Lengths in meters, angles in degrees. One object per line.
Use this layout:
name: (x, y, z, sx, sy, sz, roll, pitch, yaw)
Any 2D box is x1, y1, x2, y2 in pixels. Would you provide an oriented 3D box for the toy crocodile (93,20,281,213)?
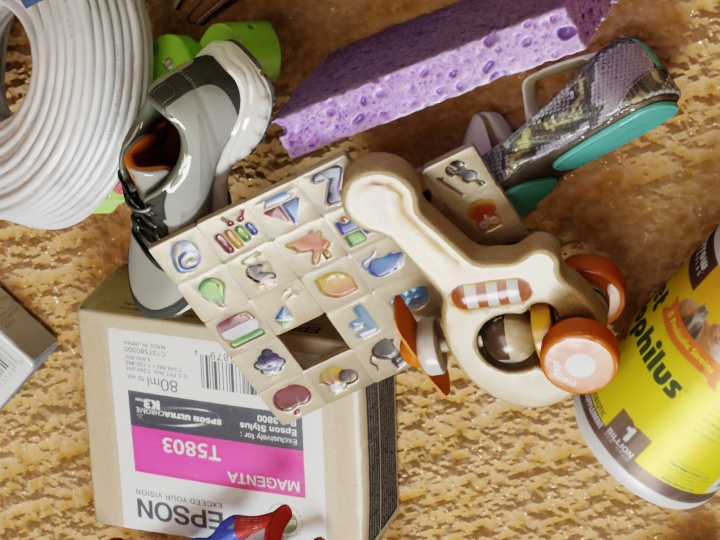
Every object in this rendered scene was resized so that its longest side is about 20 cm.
toy crocodile: (-0.118, -0.092, 1.481, 0.200, 0.067, 0.062, -41, 64, 33)

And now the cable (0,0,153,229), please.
cable: (-0.209, -0.127, 1.469, 0.200, 0.069, 0.201, -35, 68, 36)

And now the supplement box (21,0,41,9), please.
supplement box: (-0.105, -0.272, 1.323, 0.199, 0.200, 0.135, -24, 104, 29)

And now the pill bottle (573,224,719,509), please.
pill bottle: (0.221, 0.041, 1.396, 0.109, 0.109, 0.200, 40, 122, 0)

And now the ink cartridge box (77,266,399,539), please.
ink cartridge box: (-0.079, 0.094, 1.562, 0.198, 0.075, 0.166, 6, 115, 18)

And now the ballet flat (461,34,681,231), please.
ballet flat: (0.103, -0.076, 1.422, 0.200, 0.072, 0.072, -36, 98, 31)

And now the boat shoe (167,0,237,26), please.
boat shoe: (-0.030, -0.194, 1.406, 0.199, 0.072, 0.068, -34, 98, 31)

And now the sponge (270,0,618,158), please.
sponge: (0.053, -0.128, 1.381, 0.199, 0.112, 0.030, -19, 109, 28)

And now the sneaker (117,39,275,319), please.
sneaker: (-0.115, -0.049, 1.412, 0.074, 0.079, 0.201, 45, 138, 27)

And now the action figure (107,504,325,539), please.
action figure: (-0.122, 0.214, 1.548, 0.199, 0.099, 0.065, -14, 131, 41)

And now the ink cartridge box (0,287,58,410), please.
ink cartridge box: (-0.332, 0.058, 1.664, 0.173, 0.044, 0.200, 43, 122, -2)

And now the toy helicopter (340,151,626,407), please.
toy helicopter: (0.056, 0.009, 1.396, 0.132, 0.079, 0.200, -33, 115, 30)

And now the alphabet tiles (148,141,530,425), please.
alphabet tiles: (0.000, 0.000, 1.419, 0.199, 0.008, 0.168, -25, 128, 13)
